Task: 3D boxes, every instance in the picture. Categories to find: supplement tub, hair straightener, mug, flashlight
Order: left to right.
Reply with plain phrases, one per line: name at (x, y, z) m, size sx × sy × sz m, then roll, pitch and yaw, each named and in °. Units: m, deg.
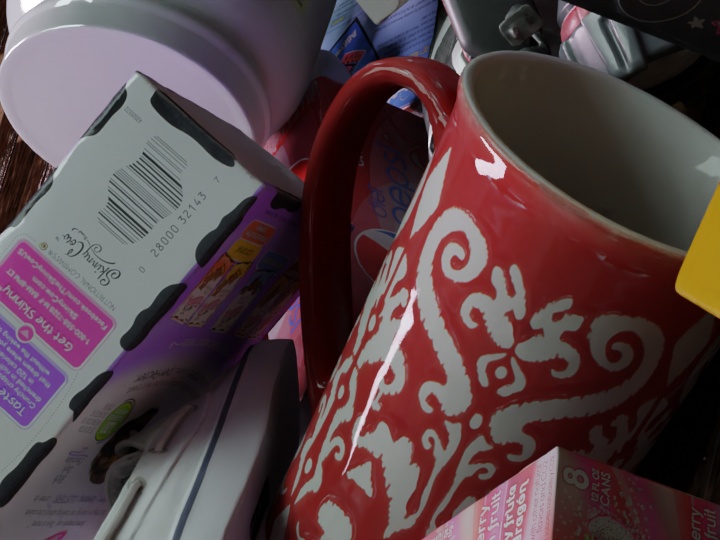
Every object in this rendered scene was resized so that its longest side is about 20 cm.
supplement tub at (-0.080, -0.145, 1.287) m, size 0.145 × 0.145 × 0.200 m, roll -40°, pitch 26°, yaw 50°
mug at (0.049, 0.027, 1.025) m, size 0.200 × 0.133 × 0.178 m, roll -63°, pitch 29°, yaw 25°
hair straightener at (0.057, -0.077, 1.094) m, size 0.077 × 0.041 × 0.200 m, roll 53°, pitch -159°, yaw -78°
flashlight at (0.082, -0.156, 1.084) m, size 0.068 × 0.068 × 0.200 m, roll 64°, pitch -177°, yaw -71°

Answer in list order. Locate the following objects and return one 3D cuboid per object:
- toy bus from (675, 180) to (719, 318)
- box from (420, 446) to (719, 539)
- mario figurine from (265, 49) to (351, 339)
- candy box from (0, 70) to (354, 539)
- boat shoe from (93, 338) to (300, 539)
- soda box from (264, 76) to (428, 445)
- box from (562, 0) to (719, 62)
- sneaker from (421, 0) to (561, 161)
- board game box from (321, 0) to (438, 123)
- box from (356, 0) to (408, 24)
toy bus at (0.179, -0.066, 0.867) m, size 0.200 × 0.078 × 0.065 m, roll -66°, pitch 22°, yaw 6°
box at (0.071, 0.172, 0.869) m, size 0.095 × 0.102 × 0.200 m, roll -40°, pitch 36°, yaw 50°
mario figurine at (-0.048, -0.046, 1.387) m, size 0.123 × 0.106 × 0.200 m, roll 64°, pitch -153°, yaw -65°
candy box at (-0.105, 0.030, 1.093) m, size 0.200 × 0.072 × 0.168 m, roll -50°, pitch -12°, yaw 3°
boat shoe at (-0.066, 0.081, 1.062) m, size 0.200 × 0.065 × 0.074 m, roll -65°, pitch -24°, yaw -67°
soda box at (0.000, 0.000, 1.236) m, size 0.063 × 0.070 × 0.200 m, roll -54°, pitch 26°, yaw 31°
box at (0.153, -0.178, 0.961) m, size 0.200 × 0.132 × 0.115 m, roll -47°, pitch 34°, yaw 43°
sneaker at (0.076, -0.133, 1.187) m, size 0.200 × 0.066 × 0.091 m, roll -63°, pitch 25°, yaw 19°
board game box at (0.014, -0.111, 1.375) m, size 0.200 × 0.019 × 0.103 m, roll -20°, pitch 51°, yaw 62°
box at (0.025, -0.165, 1.269) m, size 0.039 × 0.041 × 0.200 m, roll -37°, pitch 11°, yaw 21°
